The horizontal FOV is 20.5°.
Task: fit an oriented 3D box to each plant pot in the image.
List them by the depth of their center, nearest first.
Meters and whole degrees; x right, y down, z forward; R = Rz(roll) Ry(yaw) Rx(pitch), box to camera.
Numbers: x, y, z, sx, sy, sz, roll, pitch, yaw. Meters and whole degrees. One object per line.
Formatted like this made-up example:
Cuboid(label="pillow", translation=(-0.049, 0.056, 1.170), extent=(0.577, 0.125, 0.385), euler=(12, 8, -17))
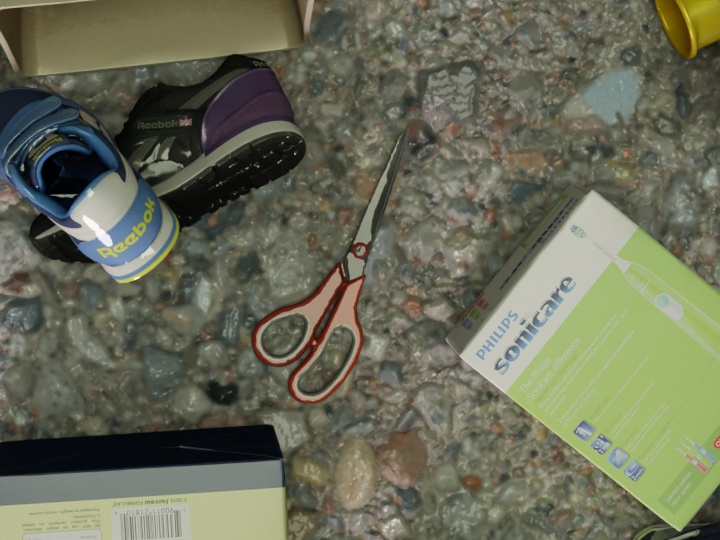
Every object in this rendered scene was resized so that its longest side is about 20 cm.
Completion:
Cuboid(label="plant pot", translation=(-0.140, -0.238, 1.282), extent=(0.199, 0.200, 0.177), euler=(-6, 84, -4))

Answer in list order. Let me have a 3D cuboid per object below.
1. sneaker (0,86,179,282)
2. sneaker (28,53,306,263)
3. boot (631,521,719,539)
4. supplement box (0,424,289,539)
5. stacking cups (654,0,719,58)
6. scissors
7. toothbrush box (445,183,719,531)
Cuboid(label="sneaker", translation=(-0.195, -0.073, 1.293), extent=(0.074, 0.200, 0.082), euler=(-49, 141, -4))
Cuboid(label="sneaker", translation=(-0.138, -0.077, 1.360), extent=(0.200, 0.076, 0.088), euler=(-25, 66, 7))
Cuboid(label="boot", translation=(0.292, 0.209, 1.403), extent=(0.200, 0.090, 0.073), euler=(-7, 96, -4))
Cuboid(label="supplement box", translation=(-0.146, 0.218, 1.343), extent=(0.200, 0.134, 0.200), euler=(-3, 96, -5))
Cuboid(label="stacking cups", translation=(0.304, -0.215, 1.387), extent=(0.200, 0.061, 0.061), euler=(-25, 97, -7))
Cuboid(label="scissors", translation=(0.000, 0.000, 1.398), extent=(0.073, 0.014, 0.200), euler=(36, 90, -5))
Cuboid(label="toothbrush box", translation=(0.183, 0.058, 1.382), extent=(0.200, 0.086, 0.146), euler=(38, 91, -8))
